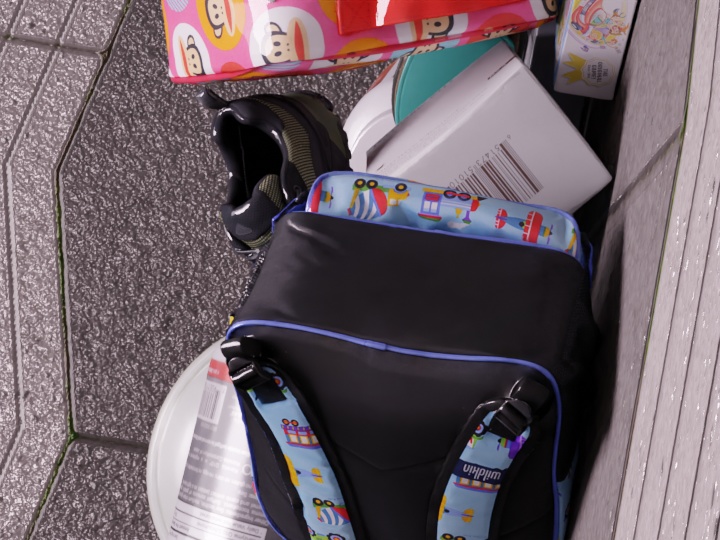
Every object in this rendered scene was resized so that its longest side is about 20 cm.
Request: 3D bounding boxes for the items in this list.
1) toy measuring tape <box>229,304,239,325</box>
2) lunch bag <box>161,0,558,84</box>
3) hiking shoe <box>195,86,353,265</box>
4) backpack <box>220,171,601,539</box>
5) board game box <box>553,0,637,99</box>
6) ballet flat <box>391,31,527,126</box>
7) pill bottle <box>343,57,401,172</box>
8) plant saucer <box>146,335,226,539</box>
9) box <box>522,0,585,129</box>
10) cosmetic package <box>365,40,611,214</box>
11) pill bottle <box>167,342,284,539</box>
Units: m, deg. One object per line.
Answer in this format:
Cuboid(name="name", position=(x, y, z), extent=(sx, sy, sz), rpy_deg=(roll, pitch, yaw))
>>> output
Cuboid(name="toy measuring tape", position=(0.000, 0.000, 1.633), extent=(0.199, 0.074, 0.074), rpy_deg=(-27, -34, -32))
Cuboid(name="lunch bag", position=(0.003, -0.148, 1.496), extent=(0.176, 0.199, 0.083), rpy_deg=(4, 104, 59))
Cuboid(name="hiking shoe", position=(-0.035, -0.010, 1.521), extent=(0.076, 0.100, 0.201), rpy_deg=(-40, 64, 33))
Cuboid(name="backpack", position=(0.031, 0.069, 1.386), extent=(0.201, 0.181, 0.135), rpy_deg=(84, -161, -47))
Cuboid(name="board game box", position=(0.138, -0.211, 1.461), extent=(0.135, 0.034, 0.201), rpy_deg=(-82, 2, -48))
Cuboid(name="ballet flat", position=(0.075, -0.162, 1.638), extent=(0.069, 0.068, 0.201), rpy_deg=(-66, 0, -54))
Cuboid(name="pill bottle", position=(0.044, -0.078, 1.794), extent=(0.200, 0.111, 0.113), rpy_deg=(-59, -20, -75))
Cuboid(name="plant saucer", position=(-0.033, 0.130, 1.728), extent=(0.050, 0.199, 0.202), rpy_deg=(-166, 86, -79))
Cuboid(name="box", position=(0.119, -0.153, 1.698), extent=(0.200, 0.041, 0.157), rpy_deg=(-88, 9, -70))
Cuboid(name="cosmetic package", position=(0.066, -0.058, 1.515), extent=(0.113, 0.081, 0.200), rpy_deg=(-39, 8, 4))
Cuboid(name="pill bottle", position=(-0.054, 0.151, 1.641), extent=(0.116, 0.115, 0.201), rpy_deg=(-175, 98, -88))
